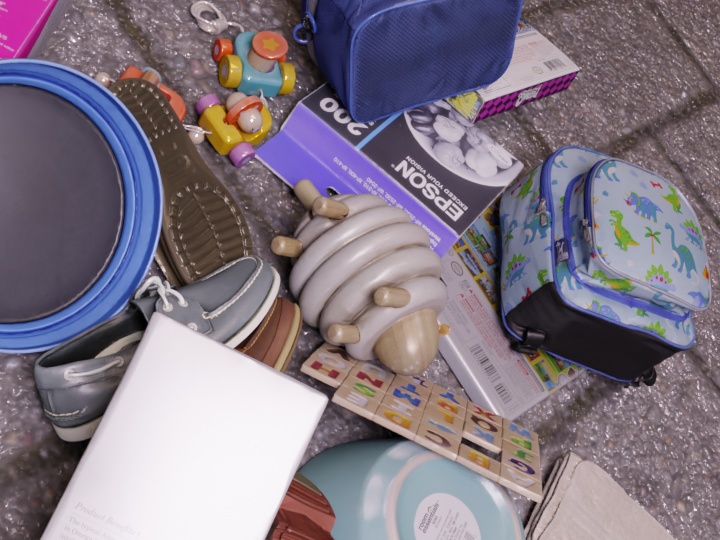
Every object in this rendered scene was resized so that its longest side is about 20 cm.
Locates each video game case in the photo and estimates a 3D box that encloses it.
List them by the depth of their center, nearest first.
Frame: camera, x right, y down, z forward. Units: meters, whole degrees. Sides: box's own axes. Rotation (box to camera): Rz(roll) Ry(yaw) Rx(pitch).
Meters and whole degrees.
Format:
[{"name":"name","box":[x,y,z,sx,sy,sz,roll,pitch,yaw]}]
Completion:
[{"name":"video game case","box":[0.131,0.031,0.968,0.181,0.023,0.201,-24,76,-40]},{"name":"video game case","box":[0.118,-0.245,1.086,0.181,0.036,0.199,45,41,17]}]

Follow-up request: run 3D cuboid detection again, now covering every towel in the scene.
[{"name":"towel","box":[0.226,0.266,0.876,0.200,0.034,0.133,44,49,-3]}]

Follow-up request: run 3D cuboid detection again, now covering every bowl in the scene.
[{"name":"bowl","box":[-0.235,-0.044,0.701,0.200,0.039,0.202,-6,101,-37]},{"name":"bowl","box":[0.045,0.205,0.748,0.200,0.105,0.202,17,54,-25]}]

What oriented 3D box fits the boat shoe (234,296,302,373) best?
[{"name":"boat shoe","box":[-0.105,0.087,0.745,0.067,0.072,0.201,37,51,-10]}]

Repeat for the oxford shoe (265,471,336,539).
[{"name":"oxford shoe","box":[-0.046,0.200,0.649,0.071,0.074,0.200,32,7,-15]}]

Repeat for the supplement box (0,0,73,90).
[{"name":"supplement box","box":[-0.294,-0.204,0.785,0.103,0.101,0.201,29,50,-15]}]

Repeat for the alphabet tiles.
[{"name":"alphabet tiles","box":[0.051,0.110,0.799,0.199,0.008,0.167,26,10,5]}]

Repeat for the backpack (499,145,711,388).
[{"name":"backpack","box":[0.230,-0.021,0.953,0.182,0.147,0.201,19,50,-25]}]

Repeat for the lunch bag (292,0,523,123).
[{"name":"lunch bag","box":[0.033,-0.239,0.931,0.199,0.136,0.133,-18,57,-17]}]

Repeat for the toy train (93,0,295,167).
[{"name":"toy train","box":[-0.134,-0.178,0.901,0.150,0.056,0.201,35,49,-8]}]

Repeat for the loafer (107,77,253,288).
[{"name":"loafer","box":[-0.152,-0.055,0.812,0.076,0.067,0.201,-27,94,-36]}]

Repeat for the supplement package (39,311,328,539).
[{"name":"supplement package","box":[-0.120,0.144,0.617,0.116,0.117,0.201,27,76,-7]}]

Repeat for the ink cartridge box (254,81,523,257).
[{"name":"ink cartridge box","box":[0.032,-0.106,0.959,0.198,0.043,0.200,40,49,6]}]

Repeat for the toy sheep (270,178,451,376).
[{"name":"toy sheep","box":[0.000,0.000,0.832,0.137,0.138,0.201,-14,65,-38]}]

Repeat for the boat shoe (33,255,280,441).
[{"name":"boat shoe","box":[-0.142,0.039,0.721,0.200,0.073,0.062,-37,121,-25]}]
